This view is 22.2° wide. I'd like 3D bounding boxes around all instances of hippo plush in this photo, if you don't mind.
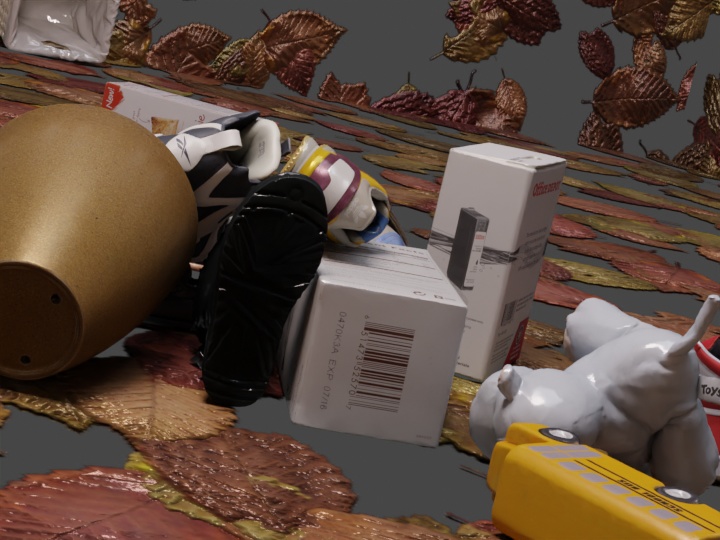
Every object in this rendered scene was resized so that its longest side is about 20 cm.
[{"bbox_3d":[0.173,0.118,1.354,0.161,0.159,0.200,-25,10,-21],"label":"hippo plush"}]

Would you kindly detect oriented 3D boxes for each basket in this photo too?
[{"bbox_3d":[-0.563,-0.508,3.389,0.198,0.200,0.161,5,23,-29],"label":"basket"}]

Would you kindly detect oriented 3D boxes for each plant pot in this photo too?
[{"bbox_3d":[-0.227,-0.004,1.358,0.186,0.187,0.200,13,24,-2],"label":"plant pot"}]

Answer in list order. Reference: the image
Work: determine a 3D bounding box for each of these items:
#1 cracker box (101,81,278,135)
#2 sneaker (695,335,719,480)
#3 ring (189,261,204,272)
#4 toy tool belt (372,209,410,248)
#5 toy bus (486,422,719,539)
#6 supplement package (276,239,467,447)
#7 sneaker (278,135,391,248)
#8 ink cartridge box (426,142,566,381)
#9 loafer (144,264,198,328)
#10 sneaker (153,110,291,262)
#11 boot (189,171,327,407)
[{"bbox_3d":[-0.203,-0.125,2.066,0.200,0.134,0.058,16,12,20],"label":"cracker box"},{"bbox_3d":[0.252,0.092,1.545,0.200,0.113,0.071,23,14,41],"label":"sneaker"},{"bbox_3d":[-0.169,-0.004,1.692,0.200,0.019,0.200,13,-3,1],"label":"ring"},{"bbox_3d":[0.000,0.000,1.673,0.123,0.125,0.200,41,-2,20],"label":"toy tool belt"},{"bbox_3d":[0.156,0.162,1.199,0.078,0.065,0.200,1,16,-42],"label":"toy bus"},{"bbox_3d":[0.003,0.050,1.452,0.117,0.117,0.200,9,10,-8],"label":"supplement package"},{"bbox_3d":[-0.019,-0.053,1.499,0.090,0.075,0.200,38,5,5],"label":"sneaker"},{"bbox_3d":[0.116,-0.013,1.692,0.084,0.200,0.144,17,11,16],"label":"ink cartridge box"},{"bbox_3d":[-0.140,0.017,1.589,0.200,0.063,0.072,11,11,-12],"label":"loafer"},{"bbox_3d":[-0.107,-0.072,1.520,0.129,0.080,0.199,-18,-25,12],"label":"sneaker"},{"bbox_3d":[-0.084,-0.001,1.424,0.073,0.198,0.162,14,17,-11],"label":"boot"}]
